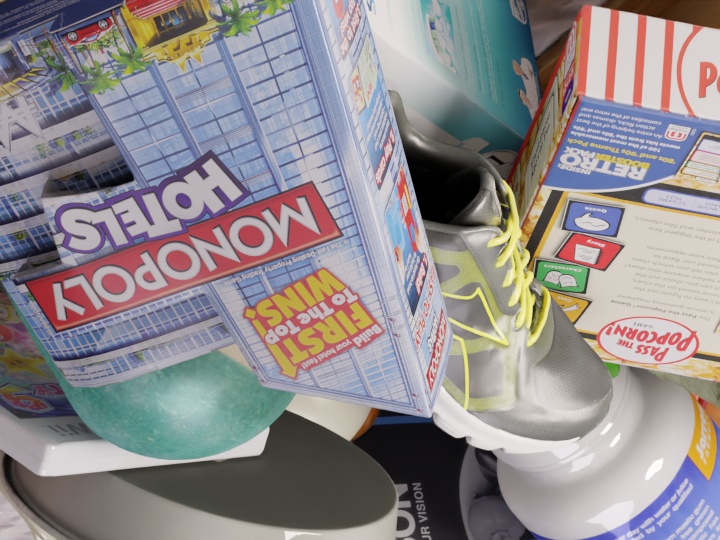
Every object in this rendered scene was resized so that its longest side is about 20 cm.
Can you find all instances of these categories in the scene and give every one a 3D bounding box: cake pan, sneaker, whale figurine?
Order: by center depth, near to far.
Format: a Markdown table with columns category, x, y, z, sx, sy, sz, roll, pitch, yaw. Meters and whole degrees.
| category | x | y | z | sx | sy | sz | roll | pitch | yaw |
| --- | --- | --- | --- | --- | --- | --- | --- | --- | --- |
| sneaker | 0.039 | 0.003 | 1.167 | 0.200 | 0.075 | 0.085 | 36 | 130 | -27 |
| whale figurine | -0.117 | 0.008 | 1.273 | 0.200 | 0.104 | 0.159 | 33 | -176 | 5 |
| cake pan | -0.070 | 0.100 | 1.369 | 0.199 | 0.037 | 0.200 | 15 | -164 | -4 |

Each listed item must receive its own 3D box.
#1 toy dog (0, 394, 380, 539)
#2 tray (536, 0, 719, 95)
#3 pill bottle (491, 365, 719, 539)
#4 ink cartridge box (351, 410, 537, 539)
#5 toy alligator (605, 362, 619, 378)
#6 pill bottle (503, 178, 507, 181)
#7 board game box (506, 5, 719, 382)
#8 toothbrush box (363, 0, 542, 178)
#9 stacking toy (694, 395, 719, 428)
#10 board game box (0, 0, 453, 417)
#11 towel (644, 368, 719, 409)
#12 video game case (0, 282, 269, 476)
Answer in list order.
| category | x | y | z | sx | sy | sz | roll | pitch | yaw |
| --- | --- | --- | --- | --- | --- | --- | --- | --- | --- |
| toy dog | -0.082 | 0.088 | 1.532 | 0.200 | 0.194 | 0.140 | -44 | 136 | -10 |
| tray | 0.141 | -0.082 | 1.268 | 0.037 | 0.099 | 0.200 | 1 | 158 | -28 |
| pill bottle | 0.141 | 0.112 | 1.518 | 0.112 | 0.112 | 0.200 | -19 | 131 | 27 |
| ink cartridge box | 0.031 | 0.115 | 1.614 | 0.199 | 0.199 | 0.043 | -2 | 154 | -20 |
| toy alligator | 0.041 | 0.024 | 1.323 | 0.054 | 0.060 | 0.200 | -35 | 141 | 29 |
| pill bottle | 0.000 | 0.000 | 1.411 | 0.199 | 0.112 | 0.111 | -3 | 159 | -16 |
| board game box | 0.138 | -0.023 | 1.206 | 0.151 | 0.046 | 0.200 | 10 | 149 | -7 |
| toothbrush box | -0.029 | -0.088 | 1.196 | 0.146 | 0.086 | 0.200 | -18 | 159 | 23 |
| stacking toy | 0.149 | 0.050 | 1.617 | 0.199 | 0.147 | 0.146 | 5 | 159 | -3 |
| board game box | -0.058 | -0.022 | 1.095 | 0.199 | 0.062 | 0.200 | -20 | 115 | 23 |
| towel | 0.194 | 0.051 | 1.392 | 0.037 | 0.148 | 0.200 | -61 | 158 | 9 |
| video game case | -0.159 | 0.042 | 1.371 | 0.200 | 0.018 | 0.143 | 30 | -160 | 37 |
